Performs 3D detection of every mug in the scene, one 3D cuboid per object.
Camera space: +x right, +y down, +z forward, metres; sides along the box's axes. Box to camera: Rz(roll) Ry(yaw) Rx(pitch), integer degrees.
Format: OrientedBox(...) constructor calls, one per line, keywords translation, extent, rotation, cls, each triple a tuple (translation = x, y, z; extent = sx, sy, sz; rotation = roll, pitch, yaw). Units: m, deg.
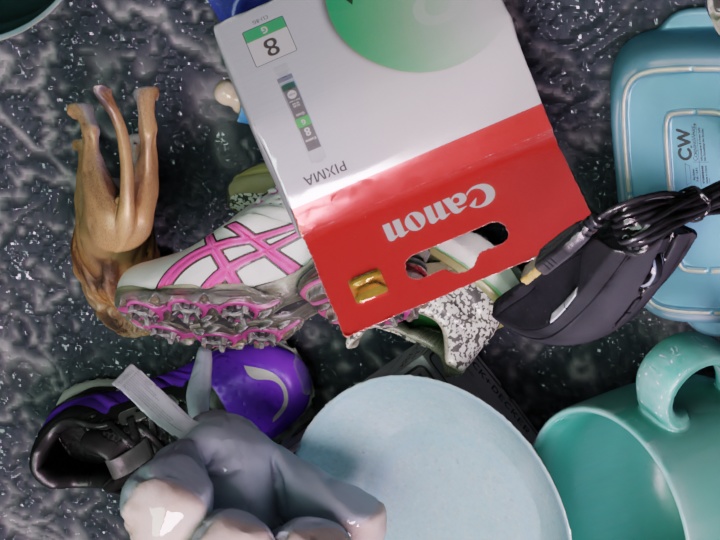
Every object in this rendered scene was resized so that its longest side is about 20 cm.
OrientedBox(translation=(0.192, 0.131, 1.537), extent=(0.185, 0.114, 0.153), rotation=(-45, 65, 54), cls="mug")

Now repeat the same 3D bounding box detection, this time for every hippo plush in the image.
OrientedBox(translation=(-0.099, 0.177, 1.568), extent=(0.200, 0.159, 0.161), rotation=(37, 118, 25), cls="hippo plush")

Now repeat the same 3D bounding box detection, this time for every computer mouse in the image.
OrientedBox(translation=(0.131, 0.007, 1.476), extent=(0.200, 0.140, 0.046), rotation=(-32, 76, 44), cls="computer mouse")

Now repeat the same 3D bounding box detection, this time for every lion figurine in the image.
OrientedBox(translation=(-0.148, -0.034, 1.617), extent=(0.072, 0.200, 0.123), rotation=(-3, 78, 2), cls="lion figurine")

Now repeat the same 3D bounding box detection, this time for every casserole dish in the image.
OrientedBox(translation=(0.202, -0.051, 1.533), extent=(0.120, 0.039, 0.201), rotation=(0, 108, 21), cls="casserole dish")

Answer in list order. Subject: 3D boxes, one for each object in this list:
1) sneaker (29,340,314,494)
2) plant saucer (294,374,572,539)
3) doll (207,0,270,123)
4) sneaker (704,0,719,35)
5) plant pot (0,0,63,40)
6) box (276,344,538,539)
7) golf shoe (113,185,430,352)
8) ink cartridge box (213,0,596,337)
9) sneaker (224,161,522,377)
OrientedBox(translation=(-0.125, 0.103, 1.684), extent=(0.199, 0.100, 0.070), rotation=(-16, 104, 26), cls="sneaker")
OrientedBox(translation=(0.048, 0.155, 1.589), extent=(0.200, 0.039, 0.202), rotation=(10, 109, 30), cls="plant saucer")
OrientedBox(translation=(-0.033, -0.146, 1.584), extent=(0.136, 0.048, 0.201), rotation=(-27, 99, 10), cls="doll")
OrientedBox(translation=(0.278, -0.127, 1.460), extent=(0.199, 0.085, 0.077), rotation=(24, 92, -10), cls="sneaker")
OrientedBox(translation=(-0.216, -0.248, 1.573), extent=(0.199, 0.134, 0.202), rotation=(8, 112, 20), cls="plant pot")
OrientedBox(translation=(0.011, 0.135, 1.665), extent=(0.200, 0.060, 0.117), rotation=(-35, 94, 28), cls="box")
OrientedBox(translation=(-0.050, -0.007, 1.558), extent=(0.199, 0.073, 0.093), rotation=(-8, 62, 20), cls="golf shoe")
OrientedBox(translation=(0.023, -0.083, 1.498), extent=(0.160, 0.050, 0.201), rotation=(-23, 61, -1), cls="ink cartridge box")
OrientedBox(translation=(0.000, 0.000, 1.591), extent=(0.199, 0.089, 0.077), rotation=(24, 151, 13), cls="sneaker")
